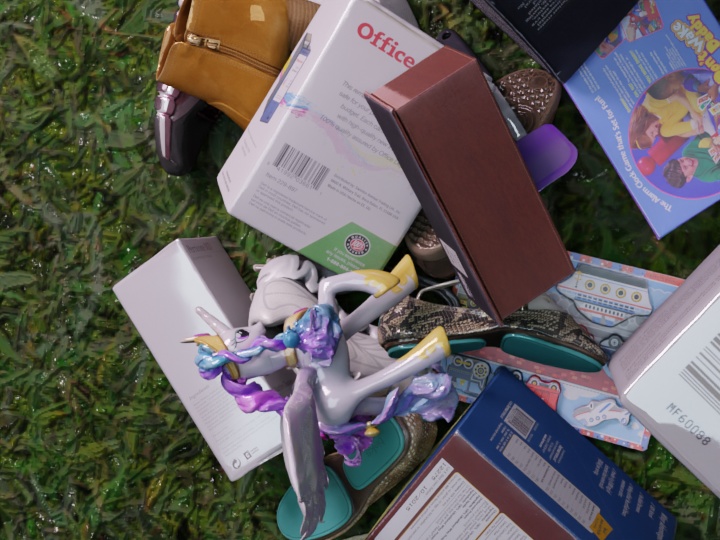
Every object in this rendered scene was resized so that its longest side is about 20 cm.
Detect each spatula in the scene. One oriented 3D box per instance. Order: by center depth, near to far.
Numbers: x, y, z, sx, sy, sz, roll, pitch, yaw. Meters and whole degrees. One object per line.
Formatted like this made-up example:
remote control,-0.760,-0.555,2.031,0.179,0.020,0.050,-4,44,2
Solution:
spatula,0.116,-0.141,1.084,0.056,0.021,0.201,-32,58,2

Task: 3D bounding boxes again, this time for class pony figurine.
pony figurine,-0.025,0.096,1.013,0.197,0.167,0.196,-18,84,-8

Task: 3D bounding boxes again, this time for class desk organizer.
desk organizer,0.087,-0.066,1.008,0.076,0.072,0.202,-31,114,-6

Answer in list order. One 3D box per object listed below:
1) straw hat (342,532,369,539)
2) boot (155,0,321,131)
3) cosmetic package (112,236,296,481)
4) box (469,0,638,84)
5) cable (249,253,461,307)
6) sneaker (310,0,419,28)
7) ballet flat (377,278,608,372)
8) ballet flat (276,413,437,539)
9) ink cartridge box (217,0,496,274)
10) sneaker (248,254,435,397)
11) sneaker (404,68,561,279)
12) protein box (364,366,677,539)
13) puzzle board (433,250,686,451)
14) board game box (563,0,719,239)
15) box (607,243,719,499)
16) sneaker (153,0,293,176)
straw hat,0.012,0.334,1.143,0.198,0.085,0.205,1,93,12
boot,-0.106,-0.148,1.106,0.142,0.071,0.204,6,116,-19
cosmetic package,-0.122,0.073,1.147,0.081,0.113,0.202,-32,88,11
box,0.105,-0.278,1.008,0.123,0.198,0.200,-47,64,9
cable,0.000,0.000,1.156,0.197,0.050,0.099,13,83,5
sneaker,-0.010,-0.223,1.135,0.088,0.075,0.202,-24,91,33
ballet flat,0.113,0.041,1.094,0.196,0.068,0.077,4,72,-1
ballet flat,0.002,0.183,1.140,0.200,0.065,0.071,-42,66,39
ink cartridge box,-0.005,-0.112,1.054,0.144,0.088,0.201,28,104,-21
sneaker,-0.016,0.076,1.117,0.199,0.081,0.075,36,127,-11
sneaker,0.107,-0.083,1.115,0.070,0.076,0.201,32,78,29
protein box,0.133,0.214,1.044,0.200,0.198,0.135,41,108,6
puzzle board,0.171,0.059,1.129,0.197,0.017,0.153,14,96,11
board game box,0.254,-0.148,1.084,0.133,0.045,0.202,-32,86,12
box,0.331,0.083,1.008,0.200,0.171,0.199,43,99,1
sneaker,-0.114,-0.178,1.151,0.114,0.076,0.204,11,95,9
